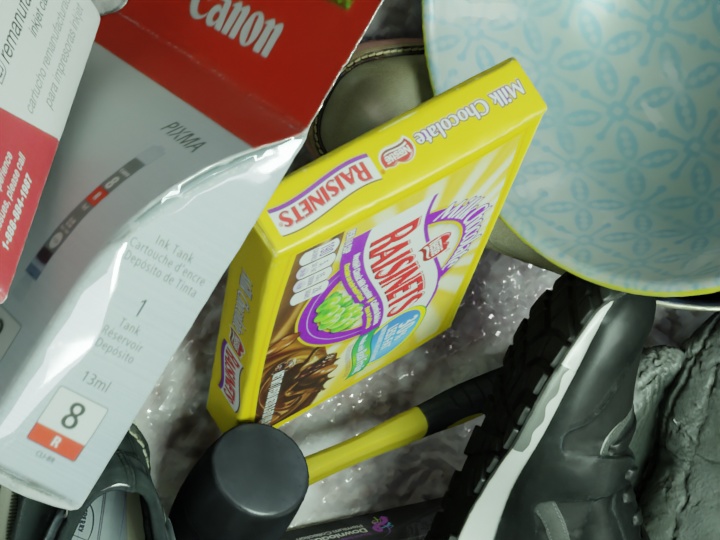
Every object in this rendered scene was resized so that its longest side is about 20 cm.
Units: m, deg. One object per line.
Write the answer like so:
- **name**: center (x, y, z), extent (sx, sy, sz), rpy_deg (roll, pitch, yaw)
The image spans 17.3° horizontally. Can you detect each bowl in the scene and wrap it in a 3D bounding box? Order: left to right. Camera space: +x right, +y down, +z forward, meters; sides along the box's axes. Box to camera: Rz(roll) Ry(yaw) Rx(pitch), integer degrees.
- **bowl**: center (0.130, -0.094, 0.812), extent (0.107, 0.199, 0.202), rpy_deg (-4, 113, -50)

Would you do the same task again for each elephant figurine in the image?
- **elephant figurine**: center (0.150, 0.076, 0.947), extent (0.140, 0.155, 0.202), rpy_deg (-4, 106, 3)

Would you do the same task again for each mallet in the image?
- **mallet**: center (0.019, 0.056, 0.894), extent (0.199, 0.041, 0.066), rpy_deg (-24, 162, -25)

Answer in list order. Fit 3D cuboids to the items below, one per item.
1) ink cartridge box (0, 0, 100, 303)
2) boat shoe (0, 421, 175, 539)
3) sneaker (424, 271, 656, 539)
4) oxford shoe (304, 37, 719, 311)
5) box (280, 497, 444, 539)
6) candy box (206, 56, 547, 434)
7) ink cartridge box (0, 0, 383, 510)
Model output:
- **ink cartridge box**: center (-0.173, -0.093, 0.676), extent (0.083, 0.145, 0.200), rpy_deg (-20, 125, 24)
- **boat shoe**: center (-0.099, 0.149, 0.864), extent (0.074, 0.066, 0.201), rpy_deg (1, 108, -29)
- **sneaker**: center (0.079, 0.089, 0.871), extent (0.087, 0.076, 0.201), rpy_deg (21, 115, -5)
- **oxford shoe**: center (0.071, -0.034, 0.881), extent (0.199, 0.074, 0.071), rpy_deg (16, 104, -31)
- **box**: center (-0.005, 0.195, 0.952), extent (0.142, 0.036, 0.202), rpy_deg (-9, 114, -26)
- **candy box**: center (0.000, 0.000, 0.808), extent (0.102, 0.026, 0.200), rpy_deg (-31, 165, -17)
- **ink cartridge box**: center (-0.081, -0.045, 0.741), extent (0.050, 0.162, 0.201), rpy_deg (27, 95, -33)
